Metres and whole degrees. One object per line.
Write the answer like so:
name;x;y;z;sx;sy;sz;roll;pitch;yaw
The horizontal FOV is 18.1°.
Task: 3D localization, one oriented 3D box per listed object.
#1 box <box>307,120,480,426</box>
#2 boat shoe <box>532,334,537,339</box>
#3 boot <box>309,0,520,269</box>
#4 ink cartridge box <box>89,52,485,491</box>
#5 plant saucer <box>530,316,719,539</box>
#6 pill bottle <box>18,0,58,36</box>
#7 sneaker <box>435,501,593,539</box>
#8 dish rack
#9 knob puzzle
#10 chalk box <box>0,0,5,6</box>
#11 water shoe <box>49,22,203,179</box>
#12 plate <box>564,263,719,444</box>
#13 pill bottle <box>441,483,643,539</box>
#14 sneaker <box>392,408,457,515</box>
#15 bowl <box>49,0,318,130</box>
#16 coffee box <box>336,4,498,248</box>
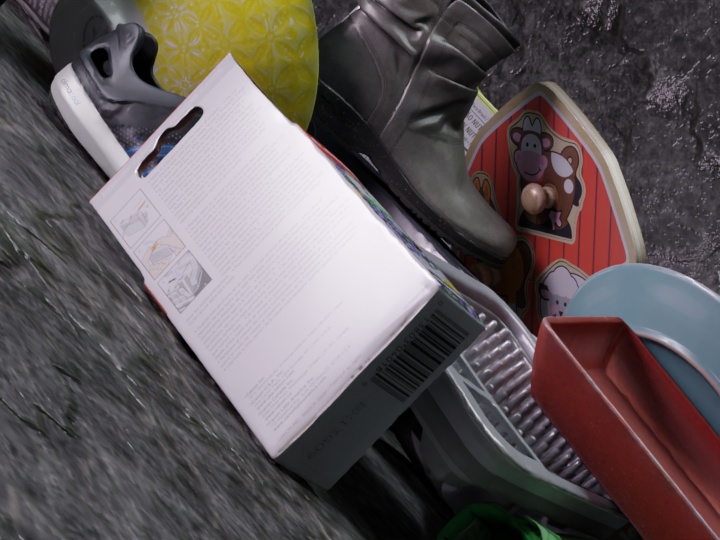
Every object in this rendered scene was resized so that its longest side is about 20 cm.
box;0.000;0.000;1.493;0.200;0.106;0.122;48;4;33
boat shoe;0.032;0.053;1.333;0.199;0.072;0.062;24;40;19
boot;0.058;-0.103;1.439;0.200;0.131;0.068;42;6;-18
ink cartridge box;-0.039;-0.004;1.073;0.050;0.109;0.200;38;9;-49
plant saucer;0.166;0.112;1.183;0.200;0.037;0.199;51;13;12
pill bottle;-0.175;-0.200;1.596;0.200;0.113;0.113;47;4;16
sneaker;0.080;0.145;1.104;0.084;0.074;0.200;50;5;6
dish rack;0.059;0.062;1.145;0.200;0.044;0.172;28;24;-56
knob puzzle;0.112;-0.024;1.495;0.030;0.221;0.220;-6;40;-35
chalk box;-0.227;-0.243;1.336;0.200;0.124;0.124;43;4;5
water shoe;-0.092;-0.057;1.283;0.200;0.079;0.071;47;4;9
plate;0.184;0.091;1.322;0.200;0.026;0.201;33;-41;34
pill bottle;0.142;0.167;1.272;0.200;0.111;0.111;45;4;-7
sneaker;0.099;0.134;1.402;0.200;0.080;0.074;42;7;-29
bowl;-0.128;-0.144;1.411;0.107;0.201;0.200;-19;55;-38
coffee box;0.024;-0.072;1.802;0.200;0.198;0.200;47;4;9
